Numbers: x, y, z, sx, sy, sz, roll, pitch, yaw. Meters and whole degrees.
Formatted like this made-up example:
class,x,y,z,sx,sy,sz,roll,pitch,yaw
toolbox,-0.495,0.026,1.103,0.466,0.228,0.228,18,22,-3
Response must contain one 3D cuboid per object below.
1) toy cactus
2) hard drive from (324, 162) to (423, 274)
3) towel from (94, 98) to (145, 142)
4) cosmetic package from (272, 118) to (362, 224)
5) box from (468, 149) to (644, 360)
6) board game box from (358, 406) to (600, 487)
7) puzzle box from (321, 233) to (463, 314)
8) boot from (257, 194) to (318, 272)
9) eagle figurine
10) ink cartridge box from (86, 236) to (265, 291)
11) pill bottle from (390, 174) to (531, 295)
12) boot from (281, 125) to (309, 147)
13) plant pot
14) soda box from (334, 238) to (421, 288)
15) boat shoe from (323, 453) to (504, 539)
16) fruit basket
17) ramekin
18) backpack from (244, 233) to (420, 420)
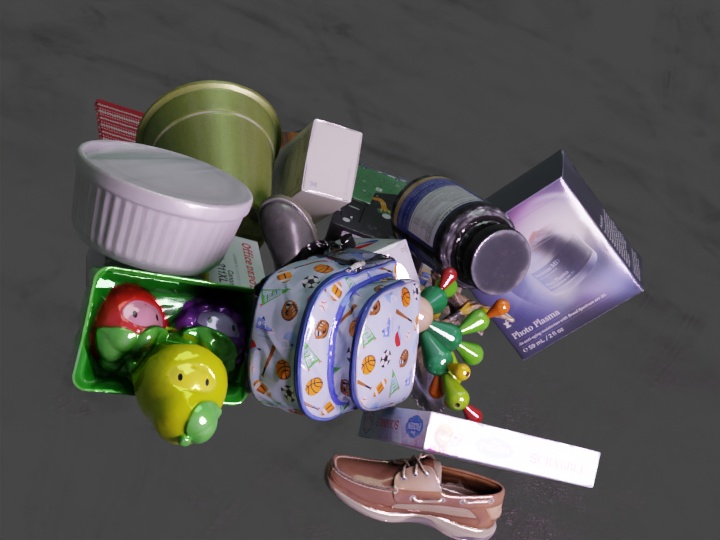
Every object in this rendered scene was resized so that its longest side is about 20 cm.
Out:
class,x,y,z,sx,sy,sz,roll,pitch,yaw
toy cactus,0.092,0.067,1.504,0.165,0.102,0.200,34,46,-32
hard drive,0.036,-0.076,1.837,0.139,0.038,0.200,20,32,-1
towel,-0.315,-0.181,1.906,0.144,0.023,0.200,15,28,-23
cosmetic package,-0.072,-0.127,1.796,0.073,0.104,0.200,15,-13,-19
box,0.249,-0.020,1.792,0.198,0.200,0.123,51,22,-12
board game box,0.124,0.189,1.424,0.200,0.041,0.199,15,-8,-17
puzzle box,0.051,-0.014,1.817,0.200,0.025,0.133,24,26,7
boot,-0.086,0.021,1.575,0.072,0.182,0.200,-18,21,17
eagle figurine,0.067,0.085,1.636,0.152,0.151,0.200,-6,31,50
ink cartridge box,-0.217,0.008,1.549,0.200,0.083,0.146,14,26,-19
pill bottle,0.127,-0.043,1.652,0.112,0.112,0.200,9,16,-29
boot,-0.077,-0.160,2.019,0.188,0.069,0.200,11,29,-26
plant pot,-0.191,-0.113,1.722,0.200,0.200,0.190,12,41,-24
soda box,0.000,0.000,1.647,0.064,0.068,0.200,-22,10,-21
boat shoe,0.060,0.224,1.381,0.200,0.072,0.076,17,26,-16
fruit basket,-0.194,0.085,1.369,0.215,0.156,0.216,14,10,-2
ramekin,-0.227,-0.068,1.453,0.202,0.094,0.202,17,16,-5
backpack,-0.031,0.074,1.389,0.154,0.200,0.190,8,13,39
